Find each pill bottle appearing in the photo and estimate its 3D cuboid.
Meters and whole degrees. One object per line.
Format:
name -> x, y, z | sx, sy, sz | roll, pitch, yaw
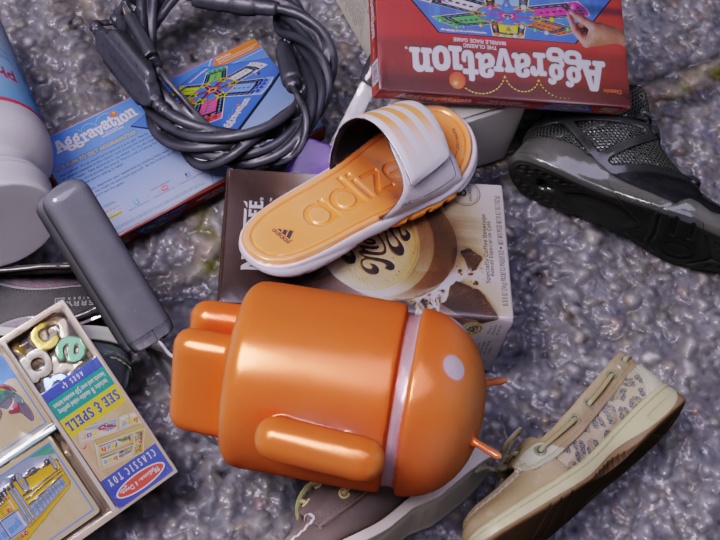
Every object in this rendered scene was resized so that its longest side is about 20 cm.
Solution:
pill bottle -> -0.280, -0.103, 0.810 | 0.108, 0.109, 0.201 | -20, 57, -17

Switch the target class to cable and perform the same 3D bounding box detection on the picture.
cable -> -0.099, -0.157, 0.879 | 0.163, 0.051, 0.200 | -31, 67, -27

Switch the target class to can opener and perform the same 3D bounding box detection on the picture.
can opener -> -0.132, 0.024, 0.756 | 0.067, 0.053, 0.201 | -34, 100, -22

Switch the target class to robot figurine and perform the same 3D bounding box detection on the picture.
robot figurine -> -0.011, 0.070, 0.694 | 0.198, 0.144, 0.117 | 10, 76, 5

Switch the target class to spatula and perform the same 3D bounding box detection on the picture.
spatula -> -0.001, -0.126, 0.873 | 0.056, 0.021, 0.201 | 27, 95, -8

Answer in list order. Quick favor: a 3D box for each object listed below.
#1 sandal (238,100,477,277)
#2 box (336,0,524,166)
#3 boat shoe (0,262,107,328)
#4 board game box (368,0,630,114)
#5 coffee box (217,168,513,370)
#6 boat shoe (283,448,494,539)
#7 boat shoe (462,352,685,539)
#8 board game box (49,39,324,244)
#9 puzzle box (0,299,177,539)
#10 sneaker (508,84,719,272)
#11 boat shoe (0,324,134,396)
sandal -> 0.007, -0.066, 0.774 | 0.079, 0.059, 0.206 | 38, 55, 24
box -> 0.052, -0.180, 0.926 | 0.068, 0.082, 0.201 | -18, 66, -18
boat shoe -> -0.244, 0.021, 0.789 | 0.198, 0.057, 0.067 | -6, 62, -10
board game box -> 0.103, -0.172, 0.850 | 0.198, 0.019, 0.104 | 1, 79, -17
coffee box -> 0.000, 0.000, 0.817 | 0.198, 0.080, 0.114 | 3, 59, -6
boat shoe -> -0.005, 0.156, 0.738 | 0.199, 0.072, 0.060 | -31, 63, -26
boat shoe -> 0.134, 0.126, 0.776 | 0.199, 0.074, 0.063 | -28, 62, -32
board game box -> -0.137, -0.098, 0.882 | 0.199, 0.019, 0.103 | -30, 70, -21
puzzle box -> -0.230, 0.127, 0.709 | 0.199, 0.025, 0.133 | -35, 92, -14
sneaker -> 0.225, -0.078, 0.893 | 0.198, 0.076, 0.115 | 26, 67, 14
boat shoe -> -0.247, 0.076, 0.750 | 0.198, 0.073, 0.062 | -2, 58, -14
